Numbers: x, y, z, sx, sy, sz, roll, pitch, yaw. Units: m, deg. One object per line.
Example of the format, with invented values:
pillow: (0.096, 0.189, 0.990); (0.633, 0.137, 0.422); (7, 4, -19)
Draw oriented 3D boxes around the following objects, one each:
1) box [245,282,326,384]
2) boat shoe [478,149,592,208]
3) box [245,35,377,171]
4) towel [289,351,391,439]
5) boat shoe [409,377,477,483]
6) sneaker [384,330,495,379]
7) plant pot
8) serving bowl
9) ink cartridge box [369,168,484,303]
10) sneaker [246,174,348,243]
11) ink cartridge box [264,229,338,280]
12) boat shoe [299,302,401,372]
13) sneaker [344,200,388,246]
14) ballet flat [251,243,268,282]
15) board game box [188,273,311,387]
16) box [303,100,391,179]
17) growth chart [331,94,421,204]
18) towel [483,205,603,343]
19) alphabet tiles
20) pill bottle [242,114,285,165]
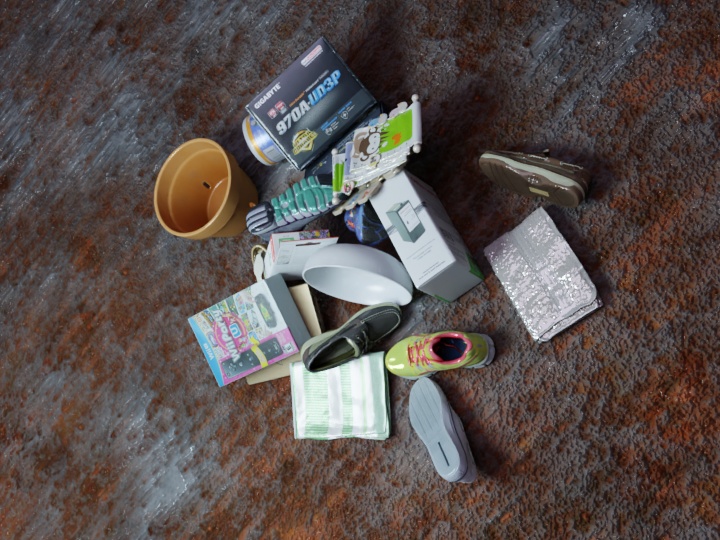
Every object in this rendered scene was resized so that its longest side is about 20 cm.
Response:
box: (-0.157, 0.123, 1.526); (0.198, 0.021, 0.165); (-15, 95, 26)
boat shoe: (0.298, -0.168, 1.348); (0.201, 0.075, 0.075); (28, 69, 33)
box: (-0.090, -0.310, 1.496); (0.199, 0.046, 0.159); (-39, 93, 10)
towel: (-0.039, 0.232, 1.453); (0.198, 0.023, 0.155); (-8, 83, 28)
boat shoe: (0.137, 0.271, 1.332); (0.073, 0.067, 0.201); (-38, 41, 22)
sneaker: (0.122, 0.136, 1.356); (0.198, 0.090, 0.079); (-15, 73, 28)
plant pot: (-0.303, -0.153, 1.641); (0.198, 0.140, 0.203); (-7, 76, 29)
serving bowl: (0.000, 0.000, 1.400); (0.198, 0.200, 0.067); (2, 70, 30)
ink cartridge box: (0.114, -0.058, 1.375); (0.084, 0.146, 0.201); (-36, 63, 18)
sneaker: (-0.105, -0.109, 1.444); (0.198, 0.088, 0.075); (-19, 63, 12)
ink cartridge box: (-0.111, -0.037, 1.456); (0.108, 0.200, 0.051); (-5, 70, -15)
boat shoe: (-0.012, 0.127, 1.417); (0.199, 0.072, 0.066); (-26, 30, 0)
sneaker: (0.010, -0.093, 1.450); (0.079, 0.075, 0.201); (-48, 18, 21)
ballet flat: (-0.181, 0.041, 1.569); (0.068, 0.063, 0.202); (-23, 68, 23)
board game box: (-0.208, 0.114, 1.500); (0.199, 0.064, 0.149); (-26, 90, 28)
box: (-0.020, -0.218, 1.495); (0.199, 0.051, 0.158); (-37, 24, 19)
growth chart: (0.026, -0.211, 1.365); (0.199, 0.018, 0.146); (-29, 47, 24)
towel: (0.298, 0.008, 1.318); (0.132, 0.034, 0.201); (-36, 63, 17)
alphabet tiles: (0.028, -0.179, 1.427); (0.199, 0.015, 0.196); (-18, 30, 54)
pill bottle: (-0.127, -0.301, 1.590); (0.198, 0.112, 0.113); (-26, 67, 22)
